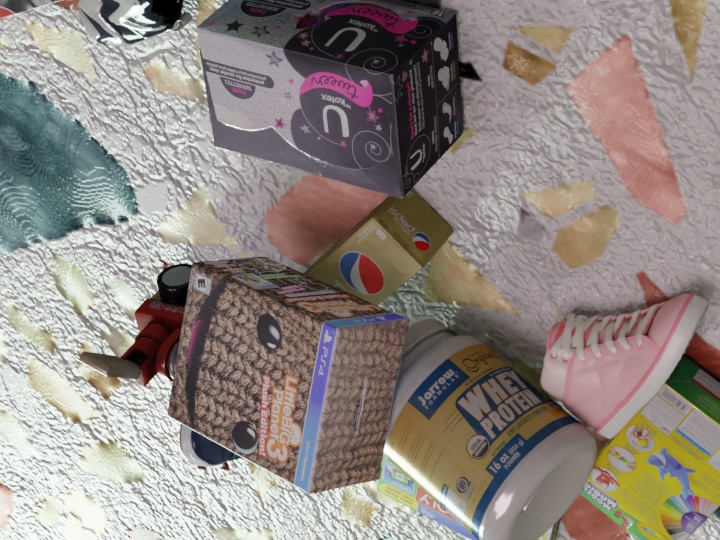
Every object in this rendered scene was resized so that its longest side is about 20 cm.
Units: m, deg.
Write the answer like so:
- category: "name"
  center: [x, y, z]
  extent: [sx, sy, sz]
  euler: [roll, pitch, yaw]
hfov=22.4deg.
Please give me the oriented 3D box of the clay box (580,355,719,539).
- category: "clay box"
  center: [0.288, 0.176, 1.675]
  extent: [0.115, 0.048, 0.200]
  euler: [38, 141, 7]

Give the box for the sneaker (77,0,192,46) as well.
- category: "sneaker"
  center: [-0.215, -0.290, 1.633]
  extent: [0.129, 0.080, 0.199]
  euler: [4, 127, 34]

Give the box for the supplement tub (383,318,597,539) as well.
- category: "supplement tub"
  center: [0.106, 0.152, 1.702]
  extent: [0.200, 0.145, 0.145]
  euler: [40, 142, 26]

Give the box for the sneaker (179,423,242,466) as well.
- category: "sneaker"
  center: [-0.091, 0.165, 1.873]
  extent: [0.108, 0.200, 0.070]
  euler: [-2, 88, 33]

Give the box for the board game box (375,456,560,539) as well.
- category: "board game box"
  center: [0.113, 0.220, 1.864]
  extent: [0.200, 0.029, 0.135]
  euler: [25, 136, 18]

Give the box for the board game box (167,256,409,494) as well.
- category: "board game box"
  center: [-0.070, 0.093, 1.689]
  extent: [0.200, 0.097, 0.160]
  euler: [22, 108, 40]

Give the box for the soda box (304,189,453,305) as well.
- category: "soda box"
  center: [0.000, 0.000, 1.732]
  extent: [0.068, 0.064, 0.200]
  euler: [45, 139, -4]

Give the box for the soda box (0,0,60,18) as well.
- category: "soda box"
  center: [-0.343, -0.285, 1.748]
  extent: [0.200, 0.063, 0.071]
  euler: [-7, 120, 42]

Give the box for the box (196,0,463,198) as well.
- category: "box"
  center: [-0.026, -0.164, 1.570]
  extent: [0.200, 0.115, 0.132]
  euler: [16, 134, 26]

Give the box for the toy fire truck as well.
- category: "toy fire truck"
  center: [-0.177, 0.085, 1.838]
  extent: [0.176, 0.200, 0.129]
  euler: [13, 132, 29]

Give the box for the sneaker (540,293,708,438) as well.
- category: "sneaker"
  center: [0.223, 0.068, 1.610]
  extent: [0.105, 0.075, 0.200]
  euler: [34, 142, 3]
